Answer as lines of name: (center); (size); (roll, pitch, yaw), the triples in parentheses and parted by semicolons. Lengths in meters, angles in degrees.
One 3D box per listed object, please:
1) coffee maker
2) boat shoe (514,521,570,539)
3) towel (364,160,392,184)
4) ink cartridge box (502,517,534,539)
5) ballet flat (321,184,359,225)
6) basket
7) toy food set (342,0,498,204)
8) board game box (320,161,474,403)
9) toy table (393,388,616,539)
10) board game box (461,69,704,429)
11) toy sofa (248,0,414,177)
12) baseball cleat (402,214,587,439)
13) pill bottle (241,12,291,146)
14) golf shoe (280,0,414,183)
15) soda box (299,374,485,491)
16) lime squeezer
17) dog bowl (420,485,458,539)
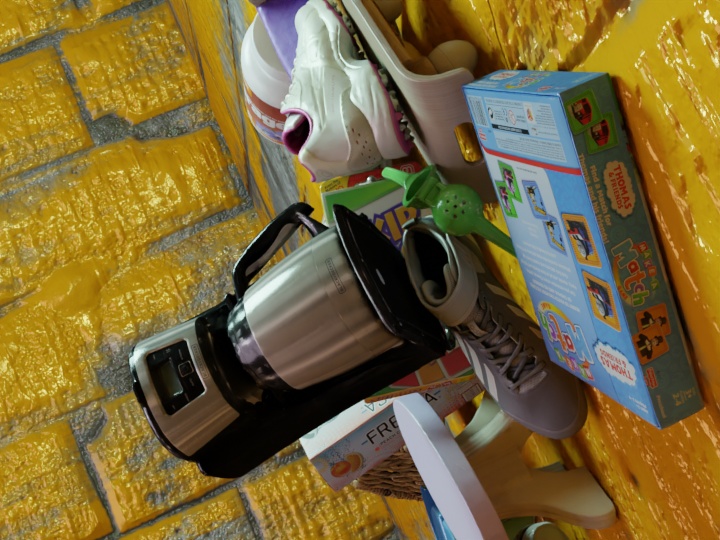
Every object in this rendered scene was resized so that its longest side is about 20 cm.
coffee maker: (-0.044, 0.068, 0.814); (0.192, 0.199, 0.136); (46, -161, -43)
boat shoe: (0.206, 0.319, 0.983); (0.202, 0.074, 0.069); (66, 152, 21)
towel: (0.002, -0.086, 1.105); (0.200, 0.032, 0.194); (164, 103, -82)
ink cartridge box: (0.149, 0.281, 1.235); (0.201, 0.059, 0.104); (79, 166, -53)
ballet flat: (0.000, 0.000, 0.965); (0.069, 0.071, 0.202); (-50, 55, 43)
basket: (0.026, 0.165, 1.281); (0.150, 0.141, 0.202); (80, -178, -52)
toy food set: (0.045, -0.159, 0.809); (0.201, 0.060, 0.144); (63, -178, 36)
board game box: (0.028, 0.004, 0.920); (0.030, 0.094, 0.202); (84, 173, -70)
toy table: (0.120, 0.164, 0.928); (0.185, 0.116, 0.201); (79, 165, -52)
board game box: (0.130, -0.020, 0.658); (0.151, 0.036, 0.202); (-143, 33, -72)
toy sofa: (-0.031, -0.189, 0.971); (0.202, 0.082, 0.097); (65, -164, 13)
baseball cleat: (0.091, 0.047, 0.807); (0.201, 0.070, 0.106); (52, -162, 11)
pill bottle: (-0.070, -0.211, 1.144); (0.200, 0.111, 0.113); (108, 138, -79)
golf shoe: (-0.030, -0.142, 0.828); (0.076, 0.091, 0.201); (58, -175, -42)
soda box: (0.032, 0.134, 1.105); (0.064, 0.199, 0.069); (57, 178, -39)
lime squeezer: (0.065, -0.051, 0.790); (0.199, 0.070, 0.038); (35, 108, 41)
dog bowl: (0.107, 0.264, 1.054); (0.200, 0.049, 0.113); (-176, 66, -85)
